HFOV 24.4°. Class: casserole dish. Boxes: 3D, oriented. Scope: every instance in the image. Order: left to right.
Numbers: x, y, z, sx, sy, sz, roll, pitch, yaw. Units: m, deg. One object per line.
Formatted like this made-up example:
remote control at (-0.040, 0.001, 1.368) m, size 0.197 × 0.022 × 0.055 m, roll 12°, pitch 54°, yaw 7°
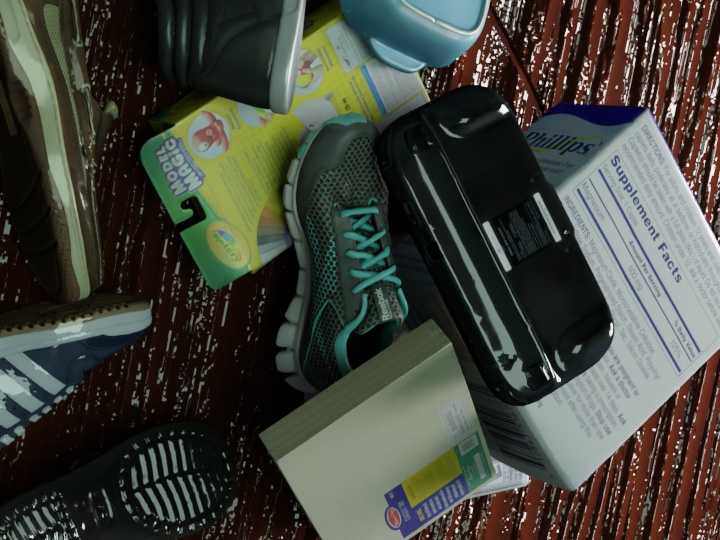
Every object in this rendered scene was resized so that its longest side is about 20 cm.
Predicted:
casserole dish at (0.047, -0.231, 1.104) m, size 0.121 × 0.039 × 0.201 m, roll 19°, pitch 74°, yaw -38°

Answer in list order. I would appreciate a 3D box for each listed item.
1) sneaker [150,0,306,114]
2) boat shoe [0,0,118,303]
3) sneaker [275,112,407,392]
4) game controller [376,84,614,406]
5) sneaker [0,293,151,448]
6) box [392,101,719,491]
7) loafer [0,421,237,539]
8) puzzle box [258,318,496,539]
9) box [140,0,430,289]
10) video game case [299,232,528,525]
sneaker at (-0.080, -0.198, 1.047) m, size 0.098 × 0.071 × 0.201 m, roll 7°, pitch 71°, yaw 1°
boat shoe at (-0.178, -0.084, 1.010) m, size 0.075 × 0.075 × 0.204 m, roll -20°, pitch 108°, yaw -32°
sneaker at (0.000, 0.000, 1.070) m, size 0.077 × 0.091 × 0.201 m, roll -14°, pitch 119°, yaw -32°
game controller at (0.089, -0.018, 1.060) m, size 0.104 × 0.042 × 0.201 m, roll -29°, pitch 95°, yaw -34°
sneaker at (-0.215, 0.086, 1.017) m, size 0.199 × 0.070 × 0.109 m, roll -17°, pitch 103°, yaw -20°
box at (0.145, 0.013, 1.169) m, size 0.200 × 0.105 × 0.184 m, roll -40°, pitch 114°, yaw -18°
loafer at (-0.166, 0.145, 1.062) m, size 0.199 × 0.071 × 0.074 m, roll -13°, pitch 90°, yaw -43°
puzzle box at (0.017, 0.124, 1.100) m, size 0.133 × 0.025 × 0.200 m, roll -34°, pitch 147°, yaw -8°
box at (-0.049, -0.087, 1.099) m, size 0.200 × 0.048 × 0.118 m, roll -36°, pitch 115°, yaw -23°
video game case at (0.042, 0.073, 1.192) m, size 0.181 × 0.023 × 0.202 m, roll -7°, pitch 102°, yaw -29°
